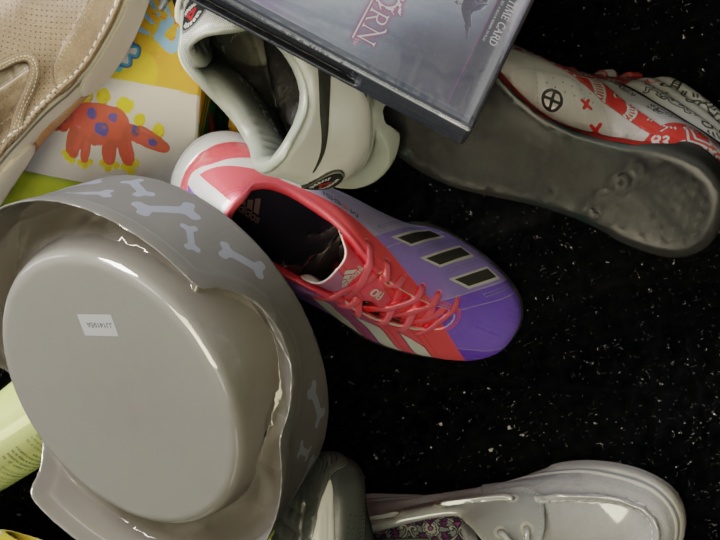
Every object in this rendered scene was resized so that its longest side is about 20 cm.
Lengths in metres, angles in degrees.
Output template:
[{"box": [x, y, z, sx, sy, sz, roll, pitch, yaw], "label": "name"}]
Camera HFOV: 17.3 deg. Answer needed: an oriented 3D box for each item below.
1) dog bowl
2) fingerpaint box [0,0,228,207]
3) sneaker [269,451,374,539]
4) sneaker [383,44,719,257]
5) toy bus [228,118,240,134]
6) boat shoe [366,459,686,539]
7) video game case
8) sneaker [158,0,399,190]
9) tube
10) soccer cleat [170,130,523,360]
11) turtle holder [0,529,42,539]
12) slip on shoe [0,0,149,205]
[{"box": [-0.100, 0.046, 1.104, 0.199, 0.059, 0.201, 20, 127, 28], "label": "dog bowl"}, {"box": [-0.169, -0.077, 1.186, 0.198, 0.073, 0.168, 7, 105, 9], "label": "fingerpaint box"}, {"box": [0.001, 0.179, 1.161, 0.084, 0.074, 0.201, -8, 111, -18], "label": "sneaker"}, {"box": [0.089, -0.072, 1.123, 0.200, 0.108, 0.068, 25, 111, 11], "label": "sneaker"}, {"box": [-0.008, -0.157, 1.142, 0.078, 0.065, 0.201, 15, 104, 6], "label": "toy bus"}, {"box": [0.063, 0.138, 1.192, 0.198, 0.069, 0.073, 0, 103, 11], "label": "boat shoe"}, {"box": [-0.014, -0.159, 1.052, 0.199, 0.019, 0.143, 27, 62, -1], "label": "video game case"}, {"box": [-0.053, -0.130, 1.071, 0.074, 0.088, 0.201, -34, 76, 31], "label": "sneaker"}, {"box": [-0.181, 0.084, 1.230, 0.200, 0.052, 0.058, -36, 122, 13], "label": "tube"}, {"box": [0.000, 0.000, 1.141, 0.199, 0.073, 0.068, 28, 101, -25], "label": "soccer cleat"}, {"box": [-0.175, 0.196, 1.215, 0.185, 0.141, 0.132, -28, 95, 17], "label": "turtle holder"}, {"box": [-0.166, -0.102, 1.098, 0.200, 0.060, 0.076, -50, 53, 21], "label": "slip on shoe"}]
